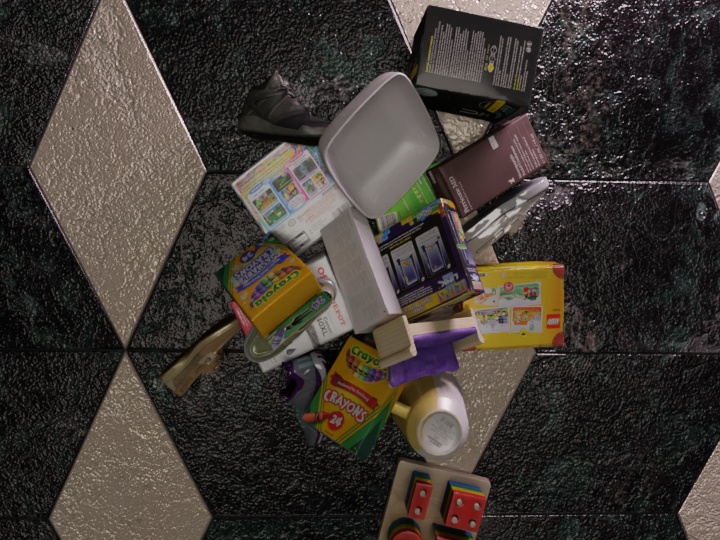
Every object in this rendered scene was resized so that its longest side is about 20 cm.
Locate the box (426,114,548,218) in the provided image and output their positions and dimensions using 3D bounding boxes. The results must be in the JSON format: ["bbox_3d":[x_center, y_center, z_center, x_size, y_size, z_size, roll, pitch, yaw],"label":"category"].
[{"bbox_3d":[0.228,-0.186,0.949,0.197,0.075,0.102,-32,100,-8],"label":"box"}]

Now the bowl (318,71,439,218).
[{"bbox_3d":[0.025,-0.214,0.898,0.200,0.074,0.200,-47,136,-3],"label":"bowl"}]

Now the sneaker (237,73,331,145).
[{"bbox_3d":[-0.116,-0.284,0.921,0.194,0.076,0.118,12,92,14],"label":"sneaker"}]

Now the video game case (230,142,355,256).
[{"bbox_3d":[-0.112,-0.146,0.980,0.198,0.024,0.184,-36,96,2],"label":"video game case"}]

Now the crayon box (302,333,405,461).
[{"bbox_3d":[0.001,0.206,0.921,0.125,0.051,0.203,20,69,32],"label":"crayon box"}]

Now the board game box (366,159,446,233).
[{"bbox_3d":[0.116,-0.143,0.989,0.195,0.030,0.098,-16,97,1],"label":"board game box"}]

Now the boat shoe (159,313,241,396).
[{"bbox_3d":[-0.287,0.158,0.988,0.199,0.071,0.065,-39,101,12],"label":"boat shoe"}]

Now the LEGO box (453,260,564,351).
[{"bbox_3d":[0.279,0.065,0.995,0.194,0.077,0.154,-2,97,-2],"label":"LEGO box"}]

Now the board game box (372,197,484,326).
[{"bbox_3d":[0.098,-0.003,0.917,0.197,0.056,0.170,-27,72,33],"label":"board game box"}]

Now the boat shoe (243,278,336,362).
[{"bbox_3d":[-0.125,0.086,0.902,0.199,0.062,0.072,-42,97,3],"label":"boat shoe"}]

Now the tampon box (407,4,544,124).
[{"bbox_3d":[0.186,-0.347,0.906,0.194,0.150,0.130,10,95,-4],"label":"tampon box"}]

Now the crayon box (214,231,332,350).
[{"bbox_3d":[-0.150,0.026,0.880,0.125,0.199,0.052,-38,134,-13],"label":"crayon box"}]

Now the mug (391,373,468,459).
[{"bbox_3d":[0.116,0.273,0.975,0.181,0.153,0.154,-10,98,-1],"label":"mug"}]

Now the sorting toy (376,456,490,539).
[{"bbox_3d":[0.147,0.503,1.045,0.194,0.070,0.205,14,96,-5],"label":"sorting toy"}]

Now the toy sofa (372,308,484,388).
[{"bbox_3d":[0.121,0.128,0.890,0.196,0.082,0.100,-1,69,-43],"label":"toy sofa"}]

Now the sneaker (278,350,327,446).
[{"bbox_3d":[-0.113,0.244,0.977,0.085,0.074,0.206,-6,114,-23],"label":"sneaker"}]

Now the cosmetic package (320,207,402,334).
[{"bbox_3d":[0.000,0.000,0.925,0.082,0.050,0.205,-32,68,34],"label":"cosmetic package"}]

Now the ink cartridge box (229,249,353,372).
[{"bbox_3d":[-0.118,0.073,0.974,0.196,0.083,0.148,-25,97,1],"label":"ink cartridge box"}]

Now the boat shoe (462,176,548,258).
[{"bbox_3d":[0.272,-0.096,0.981,0.198,0.072,0.066,-36,101,3],"label":"boat shoe"}]
